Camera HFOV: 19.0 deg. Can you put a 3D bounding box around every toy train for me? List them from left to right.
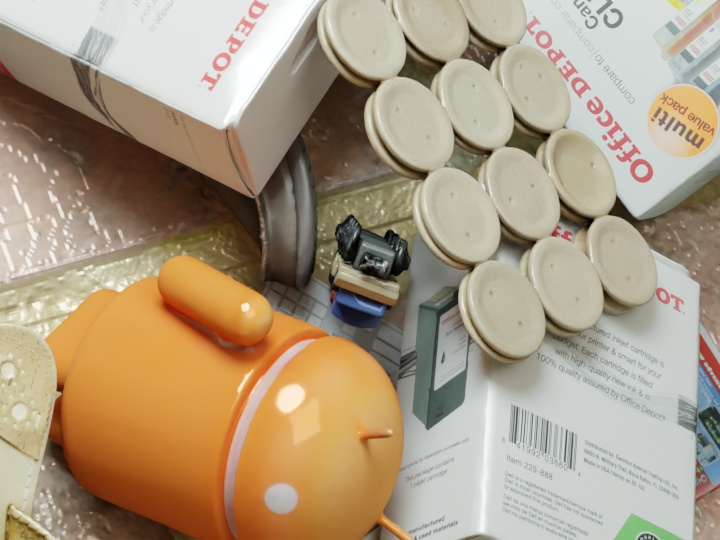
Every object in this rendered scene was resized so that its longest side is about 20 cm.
[{"bbox_3d":[0.000,0.000,1.084,0.034,0.200,0.046,20,92,-2],"label":"toy train"}]

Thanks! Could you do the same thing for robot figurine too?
[{"bbox_3d":[-0.064,0.071,1.033,0.116,0.199,0.145,5,102,-62],"label":"robot figurine"}]

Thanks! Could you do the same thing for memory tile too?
[{"bbox_3d":[0.066,-0.058,1.073,0.153,0.017,0.201,-21,82,-46],"label":"memory tile"}]

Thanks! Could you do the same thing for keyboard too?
[{"bbox_3d":[0.030,0.065,1.171,0.199,0.011,0.057,32,58,-8],"label":"keyboard"}]

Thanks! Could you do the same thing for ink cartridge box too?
[{"bbox_3d":[-0.103,-0.147,1.102,0.199,0.083,0.147,27,72,19],"label":"ink cartridge box"},{"bbox_3d":[0.096,0.077,1.104,0.145,0.084,0.202,27,54,-29],"label":"ink cartridge box"},{"bbox_3d":[0.197,-0.145,1.210,0.146,0.200,0.145,52,17,6],"label":"ink cartridge box"}]

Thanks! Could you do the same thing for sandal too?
[{"bbox_3d":[-0.168,0.130,0.970,0.077,0.070,0.214,7,88,-22],"label":"sandal"}]

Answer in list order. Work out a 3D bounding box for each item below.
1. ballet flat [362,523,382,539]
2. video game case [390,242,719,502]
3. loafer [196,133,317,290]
[{"bbox_3d":[-0.029,0.184,1.059,0.068,0.063,0.201,37,58,-7],"label":"ballet flat"},{"bbox_3d":[0.127,0.080,1.196,0.199,0.017,0.144,-25,78,-34],"label":"video game case"},{"bbox_3d":[-0.076,-0.077,1.162,0.070,0.073,0.201,-17,72,-9],"label":"loafer"}]
